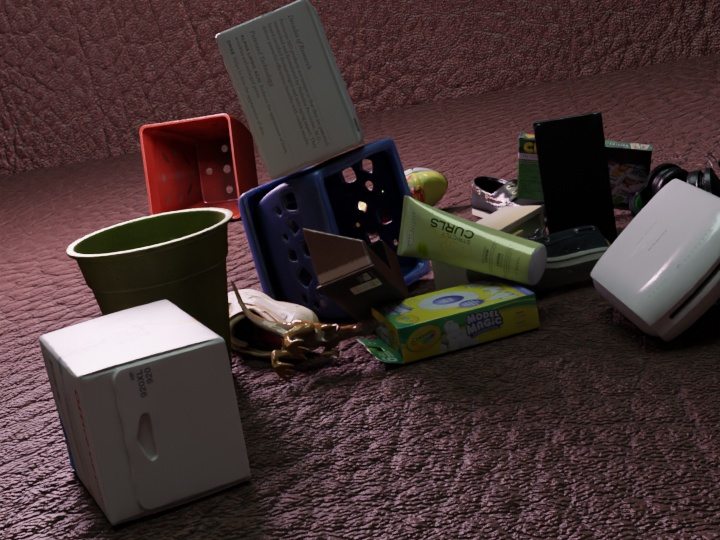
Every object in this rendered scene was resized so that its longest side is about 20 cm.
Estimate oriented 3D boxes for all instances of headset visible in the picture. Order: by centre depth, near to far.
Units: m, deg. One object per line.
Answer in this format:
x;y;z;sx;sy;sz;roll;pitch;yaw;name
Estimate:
0.479;-0.106;1.855;0.199;0.095;0.123;-37;30;-28;headset

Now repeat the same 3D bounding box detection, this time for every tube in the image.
0.130;-0.030;1.561;0.198;0.052;0.058;19;69;32;tube

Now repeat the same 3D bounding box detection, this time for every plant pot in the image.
-0.229;0.045;1.512;0.197;0.193;0.200;-10;13;2;plant pot
-0.045;-0.051;1.752;0.178;0.203;0.199;-9;12;38;plant pot
-0.304;-0.200;2.561;0.197;0.203;0.176;-6;4;19;plant pot

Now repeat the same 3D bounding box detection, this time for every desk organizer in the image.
0.000;0.000;1.529;0.071;0.078;0.200;-22;-20;10;desk organizer

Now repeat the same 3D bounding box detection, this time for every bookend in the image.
0.294;-0.127;1.763;0.091;0.203;0.199;-8;15;9;bookend

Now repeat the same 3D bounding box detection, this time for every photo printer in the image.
0.345;-0.012;1.403;0.167;0.069;0.200;-49;13;7;photo printer

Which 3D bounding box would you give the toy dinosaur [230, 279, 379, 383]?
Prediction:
-0.077;0.075;1.492;0.197;0.061;0.107;8;32;14;toy dinosaur

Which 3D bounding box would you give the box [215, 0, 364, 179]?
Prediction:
-0.087;-0.240;1.701;0.129;0.203;0.199;-21;6;4;box

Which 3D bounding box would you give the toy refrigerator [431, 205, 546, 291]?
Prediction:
0.178;-0.024;1.706;0.069;0.077;0.199;1;17;38;toy refrigerator

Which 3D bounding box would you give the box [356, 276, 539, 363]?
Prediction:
0.098;0.058;1.509;0.197;0.049;0.117;-16;14;-13;box

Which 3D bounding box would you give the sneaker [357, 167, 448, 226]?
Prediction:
0.066;-0.112;2.164;0.198;0.079;0.090;-21;24;-15;sneaker

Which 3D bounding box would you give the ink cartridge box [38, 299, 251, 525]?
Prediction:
-0.213;0.131;1.249;0.143;0.149;0.200;-16;15;-21;ink cartridge box

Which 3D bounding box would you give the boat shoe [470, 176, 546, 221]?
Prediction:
0.241;-0.112;2.031;0.073;0.064;0.201;-13;16;-27;boat shoe

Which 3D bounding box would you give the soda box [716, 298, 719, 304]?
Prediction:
0.445;-0.022;1.520;0.067;0.065;0.200;-8;15;13;soda box

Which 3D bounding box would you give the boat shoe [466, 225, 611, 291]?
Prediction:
0.225;-0.017;1.618;0.197;0.063;0.075;-10;-30;-11;boat shoe

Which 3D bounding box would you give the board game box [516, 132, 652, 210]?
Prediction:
0.334;-0.147;1.918;0.197;0.106;0.024;8;36;15;board game box

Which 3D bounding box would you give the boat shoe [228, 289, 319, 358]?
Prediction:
-0.138;0.068;1.591;0.198;0.075;0.069;4;14;44;boat shoe
